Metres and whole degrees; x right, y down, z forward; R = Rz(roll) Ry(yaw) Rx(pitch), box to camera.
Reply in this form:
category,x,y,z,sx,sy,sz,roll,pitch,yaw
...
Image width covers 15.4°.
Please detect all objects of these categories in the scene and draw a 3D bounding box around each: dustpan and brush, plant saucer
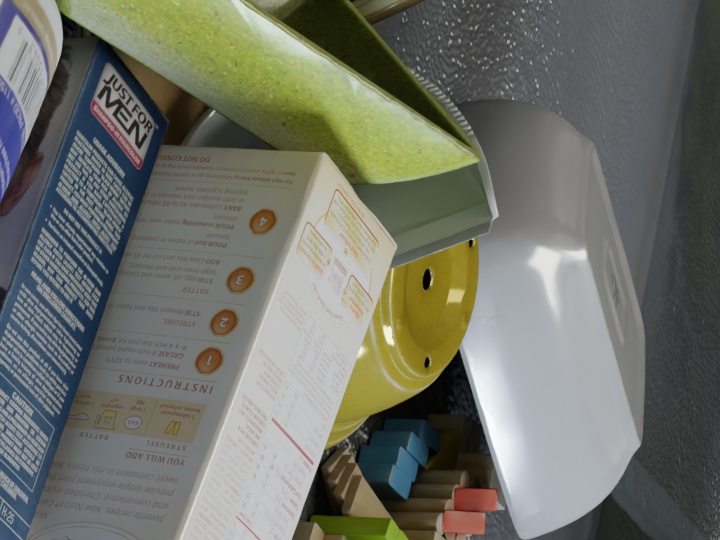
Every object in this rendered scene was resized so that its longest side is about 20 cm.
category,x,y,z,sx,sy,sz,roll,pitch,yaw
dustpan and brush,-0.028,-0.067,1.149,0.200,0.139,0.057,-106,176,-59
plant saucer,-0.068,-0.112,1.055,0.199,0.200,0.048,32,103,-31

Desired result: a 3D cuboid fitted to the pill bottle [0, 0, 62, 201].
category,x,y,z,sx,sy,sz,roll,pitch,yaw
pill bottle,-0.187,-0.023,0.902,0.120,0.119,0.200,56,43,-45

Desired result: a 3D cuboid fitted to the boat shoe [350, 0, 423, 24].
category,x,y,z,sx,sy,sz,roll,pitch,yaw
boat shoe,0.021,-0.172,1.330,0.066,0.072,0.201,65,21,-12

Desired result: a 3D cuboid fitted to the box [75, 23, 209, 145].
category,x,y,z,sx,sy,sz,roll,pitch,yaw
box,-0.066,-0.088,1.222,0.200,0.021,0.164,-5,94,-62

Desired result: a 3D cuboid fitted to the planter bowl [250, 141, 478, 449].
category,x,y,z,sx,sy,sz,roll,pitch,yaw
planter bowl,0.000,0.000,1.238,0.200,0.083,0.201,-19,112,-59

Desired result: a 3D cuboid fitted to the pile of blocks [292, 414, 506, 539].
category,x,y,z,sx,sy,sz,roll,pitch,yaw
pile of blocks,0.027,0.121,1.343,0.200,0.062,0.082,-49,131,-51

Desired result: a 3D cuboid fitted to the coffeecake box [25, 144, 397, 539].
category,x,y,z,sx,sy,sz,roll,pitch,yaw
coffeecake box,-0.094,0.054,1.015,0.073,0.153,0.200,51,52,-49

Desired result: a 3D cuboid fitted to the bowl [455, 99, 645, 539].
category,x,y,z,sx,sy,sz,roll,pitch,yaw
bowl,0.101,0.018,1.410,0.200,0.074,0.200,-75,151,-61

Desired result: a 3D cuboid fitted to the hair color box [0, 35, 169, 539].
category,x,y,z,sx,sy,sz,roll,pitch,yaw
hair color box,-0.151,0.011,0.984,0.061,0.100,0.200,54,43,-47
